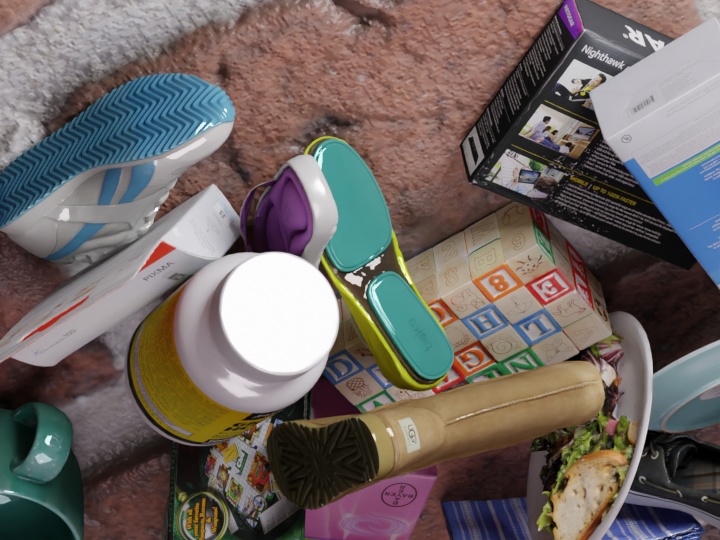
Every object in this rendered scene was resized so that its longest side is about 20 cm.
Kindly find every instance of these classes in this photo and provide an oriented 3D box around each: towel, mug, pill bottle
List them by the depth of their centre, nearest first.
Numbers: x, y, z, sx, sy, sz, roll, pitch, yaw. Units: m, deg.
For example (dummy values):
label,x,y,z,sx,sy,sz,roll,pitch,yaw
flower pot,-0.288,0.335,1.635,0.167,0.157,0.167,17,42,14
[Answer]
label,x,y,z,sx,sy,sz,roll,pitch,yaw
pill bottle,-0.088,0.053,1.497,0.112,0.113,0.200,13,162,-18
mug,-0.280,0.175,1.683,0.185,0.115,0.152,-22,131,12
towel,0.172,0.206,1.759,0.199,0.145,0.024,-4,103,-3

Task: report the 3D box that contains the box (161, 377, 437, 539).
label,x,y,z,sx,sy,sz,roll,pitch,yaw
box,-0.054,0.187,1.733,0.176,0.097,0.200,9,131,-15

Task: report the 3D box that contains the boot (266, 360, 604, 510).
label,x,y,z,sx,sy,sz,roll,pitch,yaw
boot,0.053,0.119,1.576,0.200,0.066,0.175,-13,-179,-33

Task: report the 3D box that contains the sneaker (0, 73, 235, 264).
label,x,y,z,sx,sy,sz,roll,pitch,yaw
sneaker,-0.165,-0.071,1.504,0.200,0.077,0.081,-25,138,25

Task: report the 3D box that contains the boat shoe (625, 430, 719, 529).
label,x,y,z,sx,sy,sz,roll,pitch,yaw
boat shoe,0.257,0.157,1.709,0.200,0.069,0.057,18,143,37

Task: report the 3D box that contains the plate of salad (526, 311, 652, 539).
label,x,y,z,sx,sy,sz,roll,pitch,yaw
plate of salad,0.164,0.125,1.632,0.048,0.200,0.200,16,129,-16

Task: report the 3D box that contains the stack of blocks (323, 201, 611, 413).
label,x,y,z,sx,sy,sz,roll,pitch,yaw
stack of blocks,0.076,0.041,1.638,0.200,0.059,0.115,-28,129,19

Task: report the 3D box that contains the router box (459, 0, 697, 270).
label,x,y,z,sx,sy,sz,roll,pitch,yaw
router box,0.195,-0.095,1.532,0.200,0.051,0.149,21,125,-24

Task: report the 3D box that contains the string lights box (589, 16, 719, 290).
label,x,y,z,sx,sy,sz,roll,pitch,yaw
string lights box,0.254,-0.070,1.489,0.103,0.059,0.200,-30,129,16

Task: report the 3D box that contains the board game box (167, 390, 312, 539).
label,x,y,z,sx,sy,sz,roll,pitch,yaw
board game box,-0.093,0.188,1.606,0.105,0.201,0.023,4,177,-17

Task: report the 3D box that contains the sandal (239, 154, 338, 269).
label,x,y,z,sx,sy,sz,roll,pitch,yaw
sandal,-0.062,-0.025,1.519,0.050,0.083,0.203,-18,160,-18

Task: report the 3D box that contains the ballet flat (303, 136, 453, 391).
label,x,y,z,sx,sy,sz,roll,pitch,yaw
ballet flat,0.000,0.000,1.560,0.067,0.067,0.200,-31,97,-27

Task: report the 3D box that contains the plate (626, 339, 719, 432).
label,x,y,z,sx,sy,sz,roll,pitch,yaw
plate,0.292,0.087,1.667,0.200,0.026,0.200,-19,161,-7

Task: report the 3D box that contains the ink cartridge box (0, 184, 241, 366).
label,x,y,z,sx,sy,sz,roll,pitch,yaw
ink cartridge box,-0.177,0.024,1.503,0.160,0.200,0.047,-31,101,21
